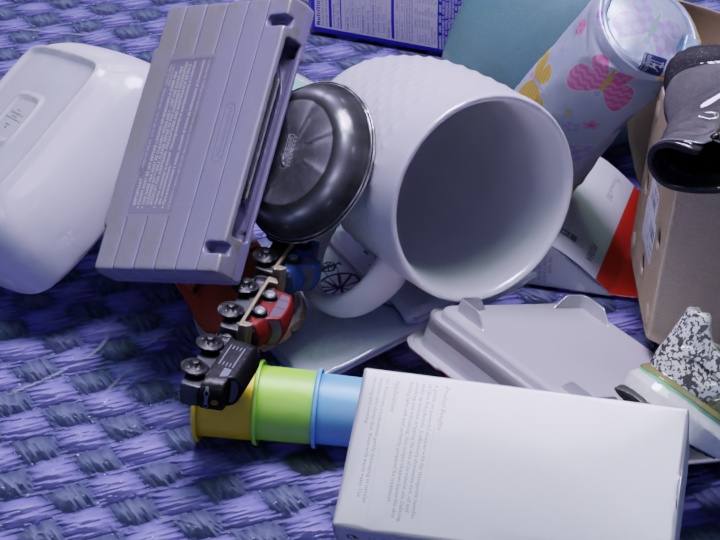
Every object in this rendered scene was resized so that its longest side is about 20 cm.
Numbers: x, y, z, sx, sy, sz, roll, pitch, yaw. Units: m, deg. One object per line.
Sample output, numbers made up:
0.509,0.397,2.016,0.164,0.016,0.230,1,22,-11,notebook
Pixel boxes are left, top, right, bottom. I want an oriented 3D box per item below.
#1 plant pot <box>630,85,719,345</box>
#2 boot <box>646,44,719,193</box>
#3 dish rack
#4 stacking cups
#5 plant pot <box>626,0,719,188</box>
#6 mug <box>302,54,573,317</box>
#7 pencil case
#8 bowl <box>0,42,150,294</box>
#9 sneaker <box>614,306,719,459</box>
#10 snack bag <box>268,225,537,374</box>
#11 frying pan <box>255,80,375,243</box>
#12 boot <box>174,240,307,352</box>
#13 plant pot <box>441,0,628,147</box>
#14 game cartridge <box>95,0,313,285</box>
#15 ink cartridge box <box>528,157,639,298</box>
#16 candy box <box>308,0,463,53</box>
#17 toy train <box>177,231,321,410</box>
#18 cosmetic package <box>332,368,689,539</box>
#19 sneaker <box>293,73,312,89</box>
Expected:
0.285,-0.033,1.523,0.176,0.201,0.200,6,29,-3,plant pot
0.284,-0.095,1.402,0.199,0.070,0.132,-10,30,16,boot
0.147,0.067,1.479,0.171,0.044,0.200,1,25,-38,dish rack
-0.010,0.094,1.458,0.198,0.061,0.061,7,29,7,stacking cups
0.283,-0.105,1.694,0.199,0.135,0.200,20,19,-7,plant pot
0.027,-0.056,1.560,0.147,0.201,0.175,35,0,-36,mug
0.166,-0.127,1.625,0.090,0.200,0.084,15,56,-22,pencil case
-0.232,-0.089,1.638,0.200,0.075,0.200,-51,33,-11,bowl
0.260,0.087,1.380,0.199,0.089,0.077,27,7,-19,sneaker
0.000,0.000,1.616,0.199,0.022,0.189,-26,35,-15,snack bag
-0.061,-0.094,1.528,0.031,0.115,0.190,24,12,-49,frying pan
-0.110,-0.014,1.583,0.075,0.108,0.200,-34,37,-10,boot
0.147,-0.172,1.831,0.134,0.201,0.200,-33,34,-1,plant pot
-0.108,-0.088,1.521,0.129,0.201,0.038,0,-21,46,game cartridge
0.178,-0.041,1.712,0.199,0.048,0.160,8,30,15,ink cartridge box
0.071,-0.272,2.094,0.199,0.077,0.169,13,32,19,candy box
-0.067,0.029,1.469,0.045,0.034,0.200,15,36,11,toy train
0.092,0.132,1.322,0.199,0.085,0.108,9,65,11,cosmetic package
-0.066,-0.110,1.797,0.199,0.074,0.118,13,25,16,sneaker
